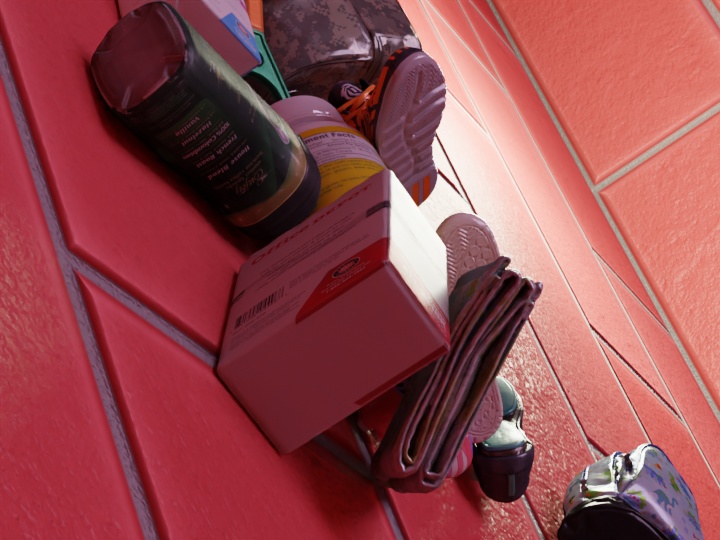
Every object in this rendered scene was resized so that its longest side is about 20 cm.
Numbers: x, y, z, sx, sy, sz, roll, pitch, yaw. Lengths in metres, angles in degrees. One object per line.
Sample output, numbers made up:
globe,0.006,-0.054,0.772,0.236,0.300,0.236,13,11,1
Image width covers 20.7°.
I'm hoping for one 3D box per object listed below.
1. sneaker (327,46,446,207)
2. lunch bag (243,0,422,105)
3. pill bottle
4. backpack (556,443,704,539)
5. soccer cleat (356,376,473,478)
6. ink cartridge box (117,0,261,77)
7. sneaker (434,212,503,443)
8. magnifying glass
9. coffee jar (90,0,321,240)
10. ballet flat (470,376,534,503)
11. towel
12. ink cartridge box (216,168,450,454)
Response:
sneaker,0.011,-0.139,1.703,0.112,0.077,0.201,46,-26,25
lunch bag,-0.066,-0.235,1.879,0.167,0.139,0.201,-4,58,-43
pill bottle,-0.022,-0.050,1.621,0.114,0.114,0.200,43,11,-44
backpack,0.272,0.258,1.965,0.163,0.154,0.200,48,1,-5
soccer cleat,0.058,0.118,1.609,0.200,0.076,0.067,37,23,-56
ink cartridge box,-0.160,-0.251,1.725,0.115,0.068,0.201,46,17,-36
sneaker,0.082,0.044,1.741,0.111,0.076,0.201,-146,-132,-73
magnifying glass,-0.099,-0.195,1.765,0.079,0.022,0.201,17,55,-32
coffee jar,-0.114,-0.110,1.509,0.200,0.085,0.104,44,11,-44
ballet flat,0.122,0.158,1.798,0.073,0.073,0.200,53,7,-15
towel,0.063,0.078,1.428,0.048,0.172,0.200,29,-8,-1
ink cartridge box,-0.016,0.024,1.410,0.084,0.144,0.200,53,14,-17
